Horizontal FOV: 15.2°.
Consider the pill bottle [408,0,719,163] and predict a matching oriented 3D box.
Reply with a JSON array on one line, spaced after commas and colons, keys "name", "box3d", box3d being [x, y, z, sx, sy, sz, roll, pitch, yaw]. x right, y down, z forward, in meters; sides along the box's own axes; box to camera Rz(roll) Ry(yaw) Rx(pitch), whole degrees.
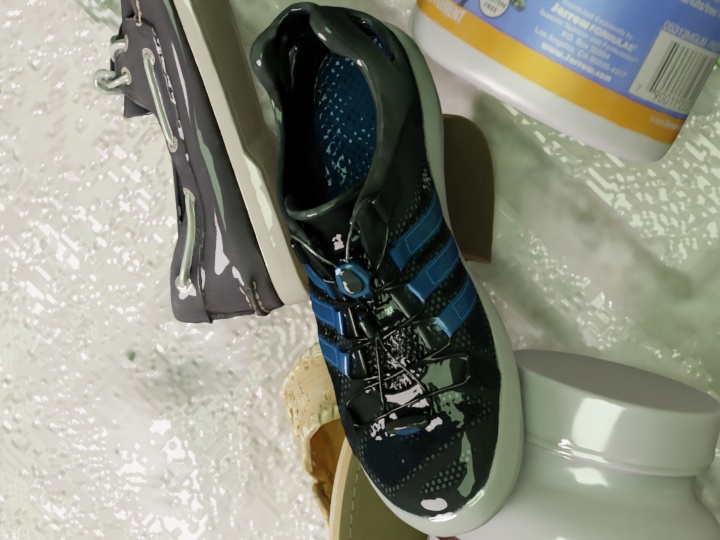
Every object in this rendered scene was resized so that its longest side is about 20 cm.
[{"name": "pill bottle", "box3d": [0.108, -0.151, 0.988, 0.112, 0.112, 0.201, 28, 101, 9]}]

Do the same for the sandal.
[{"name": "sandal", "box3d": [0.002, 0.042, 1.068, 0.069, 0.077, 0.213, 8, 91, 44]}]

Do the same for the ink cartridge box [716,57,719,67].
[{"name": "ink cartridge box", "box3d": [0.221, -0.065, 0.996, 0.200, 0.059, 0.104, 41, 103, 7]}]

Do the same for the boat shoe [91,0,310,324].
[{"name": "boat shoe", "box3d": [-0.077, -0.074, 1.061, 0.062, 0.073, 0.201, -19, 95, 11]}]

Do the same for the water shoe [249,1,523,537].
[{"name": "water shoe", "box3d": [0.000, 0.000, 0.981, 0.071, 0.079, 0.201, -24, 70, 26]}]

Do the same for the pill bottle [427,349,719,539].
[{"name": "pill bottle", "box3d": [0.074, 0.138, 1.024, 0.112, 0.113, 0.201, 15, 99, 12]}]
